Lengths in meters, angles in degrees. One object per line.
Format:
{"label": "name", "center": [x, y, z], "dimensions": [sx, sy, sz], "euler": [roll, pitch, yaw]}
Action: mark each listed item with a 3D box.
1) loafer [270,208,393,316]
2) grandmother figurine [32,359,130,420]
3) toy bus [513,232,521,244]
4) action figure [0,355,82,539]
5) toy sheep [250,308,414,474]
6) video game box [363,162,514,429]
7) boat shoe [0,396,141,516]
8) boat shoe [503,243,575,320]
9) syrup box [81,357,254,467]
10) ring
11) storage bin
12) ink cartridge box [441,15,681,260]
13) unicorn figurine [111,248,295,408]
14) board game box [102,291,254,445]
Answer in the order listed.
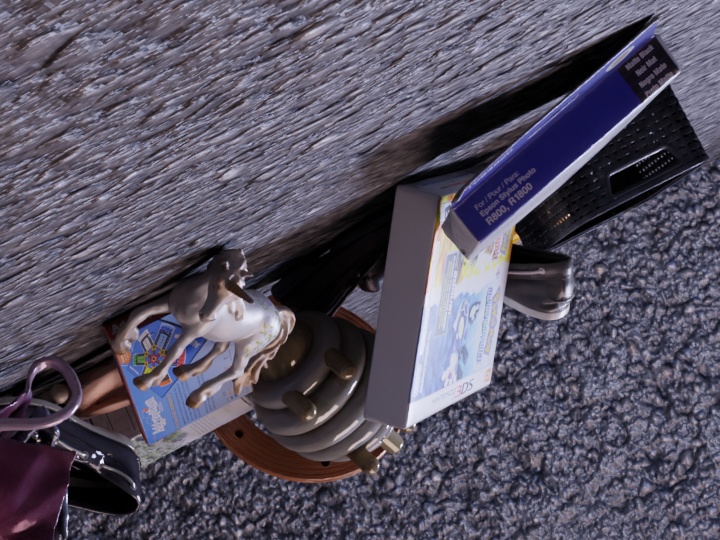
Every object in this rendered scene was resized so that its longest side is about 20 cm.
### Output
{"label": "loafer", "center": [0.000, 0.000, 1.643], "dimensions": [0.072, 0.063, 0.200], "euler": [-24, 174, -45]}
{"label": "grandmother figurine", "center": [-0.241, 0.113, 1.544], "dimensions": [0.200, 0.061, 0.121], "euler": [-30, 160, 5]}
{"label": "toy bus", "center": [0.114, -0.041, 1.847], "dimensions": [0.200, 0.065, 0.078], "euler": [-26, 174, -8]}
{"label": "action figure", "center": [-0.298, 0.145, 1.307], "dimensions": [0.200, 0.134, 0.149], "euler": [7, 116, -34]}
{"label": "toy sheep", "center": [-0.026, 0.108, 1.623], "dimensions": [0.138, 0.200, 0.138], "euler": [-25, -142, 21]}
{"label": "video game box", "center": [0.072, 0.018, 1.556], "dimensions": [0.047, 0.200, 0.182], "euler": [14, -165, 22]}
{"label": "boat shoe", "center": [-0.251, 0.155, 1.490], "dimensions": [0.073, 0.063, 0.200], "euler": [-40, 143, 22]}
{"label": "boat shoe", "center": [0.104, -0.016, 1.675], "dimensions": [0.067, 0.200, 0.057], "euler": [-40, 144, -52]}
{"label": "syrup box", "center": [-0.204, 0.125, 1.646], "dimensions": [0.200, 0.081, 0.079], "euler": [-29, 159, 3]}
{"label": "ring", "center": [-0.055, 0.110, 1.722], "dimensions": [0.200, 0.200, 0.019], "euler": [-25, 155, -29]}
{"label": "storage bin", "center": [0.208, -0.092, 1.652], "dimensions": [0.135, 0.094, 0.200], "euler": [-27, 176, -13]}
{"label": "ink cartridge box", "center": [0.147, -0.091, 1.365], "dimensions": [0.200, 0.041, 0.200], "euler": [-41, 176, -2]}
{"label": "unicorn figurine", "center": [-0.110, 0.038, 1.364], "dimensions": [0.137, 0.074, 0.200], "euler": [-41, 167, 15]}
{"label": "board game box", "center": [-0.142, 0.072, 1.476], "dimensions": [0.103, 0.019, 0.200], "euler": [-28, 155, -12]}
